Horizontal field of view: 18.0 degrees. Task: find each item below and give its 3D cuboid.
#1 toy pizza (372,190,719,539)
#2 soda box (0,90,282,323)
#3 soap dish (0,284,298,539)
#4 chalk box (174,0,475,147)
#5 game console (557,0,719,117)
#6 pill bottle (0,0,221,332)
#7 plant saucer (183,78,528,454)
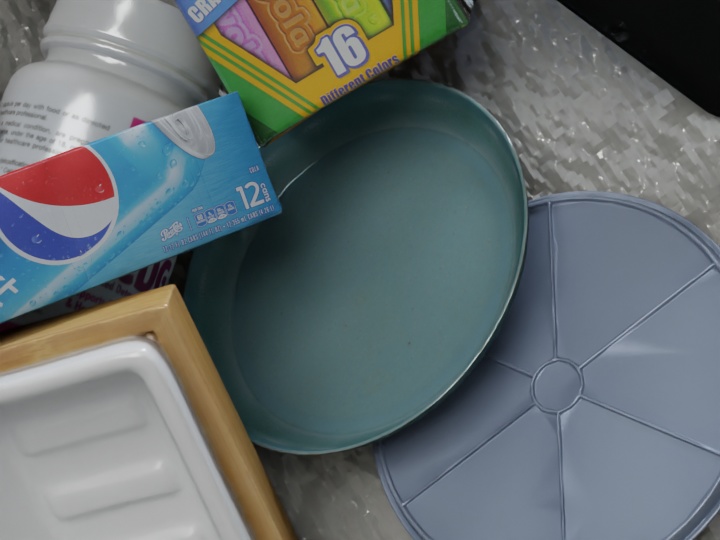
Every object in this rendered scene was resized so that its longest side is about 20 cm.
[{"bbox_3d":[0.098,0.059,1.081,0.198,0.032,0.202,-10,66,23],"label":"toy pizza"},{"bbox_3d":[-0.143,-0.019,1.069,0.199,0.068,0.065,-22,93,-17],"label":"soda box"},{"bbox_3d":[-0.118,0.107,1.077,0.156,0.201,0.081,-15,28,17],"label":"soap dish"},{"bbox_3d":[-0.044,-0.184,1.121,0.123,0.125,0.201,-30,98,10],"label":"chalk box"},{"bbox_3d":[0.160,-0.209,1.092,0.116,0.199,0.177,-36,25,54],"label":"game console"},{"bbox_3d":[-0.142,-0.037,1.166,0.112,0.113,0.202,14,79,25],"label":"pill bottle"},{"bbox_3d":[0.000,0.000,1.126,0.199,0.027,0.202,-16,59,28],"label":"plant saucer"}]
